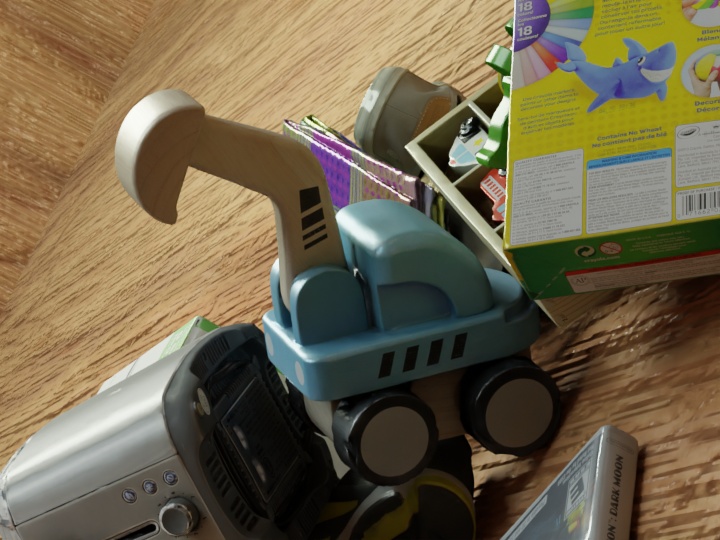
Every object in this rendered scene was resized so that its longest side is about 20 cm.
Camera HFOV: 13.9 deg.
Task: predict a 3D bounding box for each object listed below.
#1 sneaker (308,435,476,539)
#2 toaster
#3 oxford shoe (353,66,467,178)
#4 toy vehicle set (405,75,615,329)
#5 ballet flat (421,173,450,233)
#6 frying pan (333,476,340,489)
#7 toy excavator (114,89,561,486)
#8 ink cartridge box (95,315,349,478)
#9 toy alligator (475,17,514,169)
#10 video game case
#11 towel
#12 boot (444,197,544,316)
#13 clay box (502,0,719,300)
[{"bbox_3d":[-0.001,0.151,1.511,0.200,0.074,0.085,-42,16,35],"label":"sneaker"},{"bbox_3d":[-0.097,0.105,1.464,0.129,0.114,0.200,-25,10,17],"label":"toaster"},{"bbox_3d":[0.045,-0.077,1.753,0.200,0.058,0.075,24,-92,-77],"label":"oxford shoe"},{"bbox_3d":[0.105,-0.055,1.401,0.124,0.027,0.200,-37,27,0],"label":"toy vehicle set"},{"bbox_3d":[0.038,-0.008,1.679,0.200,0.069,0.063,-57,22,24],"label":"ballet flat"},{"bbox_3d":[-0.052,0.177,1.592,0.031,0.115,0.190,-66,-10,-62],"label":"frying pan"},{"bbox_3d":[-0.012,-0.002,1.415,0.100,0.194,0.200,-141,41,-66],"label":"toy excavator"},{"bbox_3d":[-0.078,0.112,1.693,0.084,0.145,0.200,-65,13,-20],"label":"ink cartridge box"},{"bbox_3d":[0.121,-0.130,1.409,0.200,0.054,0.059,-42,28,-10],"label":"toy alligator"},{"bbox_3d":[0.055,0.189,1.292,0.200,0.023,0.182,-52,16,37],"label":"video game case"},{"bbox_3d":[0.000,0.000,1.627,0.200,0.023,0.144,-148,55,-63],"label":"towel"},{"bbox_3d":[0.096,-0.008,1.503,0.200,0.075,0.097,-149,62,-67],"label":"boot"},{"bbox_3d":[0.127,-0.088,1.314,0.115,0.048,0.200,-8,54,19],"label":"clay box"}]
